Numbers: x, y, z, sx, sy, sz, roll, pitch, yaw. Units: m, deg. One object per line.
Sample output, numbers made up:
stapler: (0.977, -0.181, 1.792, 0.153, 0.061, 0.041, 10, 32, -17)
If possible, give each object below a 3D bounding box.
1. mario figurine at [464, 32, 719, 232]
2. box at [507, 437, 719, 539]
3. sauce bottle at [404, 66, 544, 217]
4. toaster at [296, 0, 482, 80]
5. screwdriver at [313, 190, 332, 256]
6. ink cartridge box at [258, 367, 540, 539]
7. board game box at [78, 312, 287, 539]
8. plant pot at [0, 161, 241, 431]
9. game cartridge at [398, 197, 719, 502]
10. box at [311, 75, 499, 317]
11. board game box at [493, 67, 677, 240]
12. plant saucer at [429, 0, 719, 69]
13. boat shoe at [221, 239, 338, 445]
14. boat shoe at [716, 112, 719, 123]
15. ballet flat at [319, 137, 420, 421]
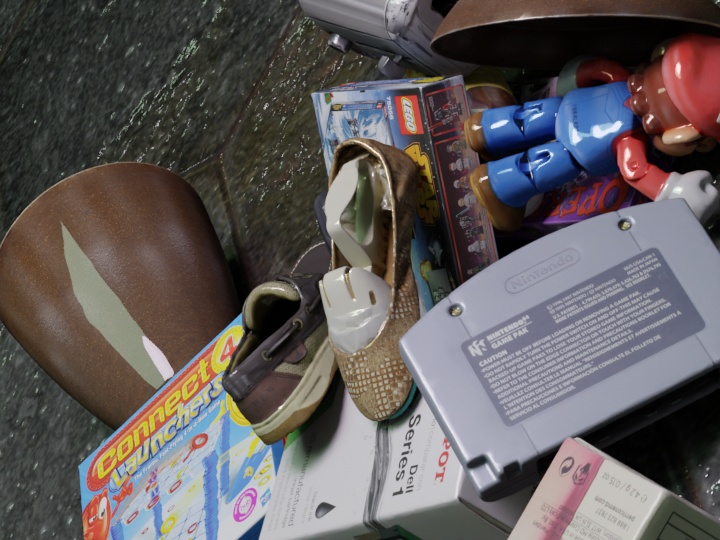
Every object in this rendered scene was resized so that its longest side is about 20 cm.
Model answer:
mario figurine: (0.174, -0.083, 1.672, 0.199, 0.124, 0.106, -16, 5, 23)
box: (0.133, 0.215, 1.431, 0.201, 0.128, 0.109, -59, 30, -2)
sauce bottle: (0.081, -0.105, 1.809, 0.066, 0.066, 0.200, -48, 31, 16)
toaster: (0.055, -0.227, 1.800, 0.129, 0.113, 0.201, 31, 88, 48)
screwdriver: (0.005, 0.007, 1.716, 0.029, 0.028, 0.200, -20, 38, -8)
ink cartridge box: (0.041, 0.115, 1.658, 0.199, 0.084, 0.147, -20, 46, 47)
board game box: (-0.112, 0.160, 1.829, 0.200, 0.056, 0.196, -43, 35, 24)
plant pot: (-0.162, 0.049, 2.000, 0.187, 0.186, 0.200, -50, 45, 13)
game cartridge: (0.131, 0.041, 1.558, 0.199, 0.042, 0.134, -26, 54, -5)
box: (0.036, -0.030, 1.766, 0.137, 0.040, 0.201, 4, 108, 57)
board game box: (0.145, -0.079, 1.783, 0.199, 0.032, 0.121, -2, 65, 55)
plant saucer: (0.144, -0.161, 1.682, 0.200, 0.199, 0.035, -8, 80, 53)
boat shoe: (-0.044, 0.032, 1.721, 0.073, 0.065, 0.200, -33, 22, 26)
boat shoe: (0.280, -0.143, 1.596, 0.200, 0.066, 0.075, -54, -14, -49)
ballet flat: (0.000, 0.000, 1.653, 0.070, 0.065, 0.201, -27, 48, 31)
